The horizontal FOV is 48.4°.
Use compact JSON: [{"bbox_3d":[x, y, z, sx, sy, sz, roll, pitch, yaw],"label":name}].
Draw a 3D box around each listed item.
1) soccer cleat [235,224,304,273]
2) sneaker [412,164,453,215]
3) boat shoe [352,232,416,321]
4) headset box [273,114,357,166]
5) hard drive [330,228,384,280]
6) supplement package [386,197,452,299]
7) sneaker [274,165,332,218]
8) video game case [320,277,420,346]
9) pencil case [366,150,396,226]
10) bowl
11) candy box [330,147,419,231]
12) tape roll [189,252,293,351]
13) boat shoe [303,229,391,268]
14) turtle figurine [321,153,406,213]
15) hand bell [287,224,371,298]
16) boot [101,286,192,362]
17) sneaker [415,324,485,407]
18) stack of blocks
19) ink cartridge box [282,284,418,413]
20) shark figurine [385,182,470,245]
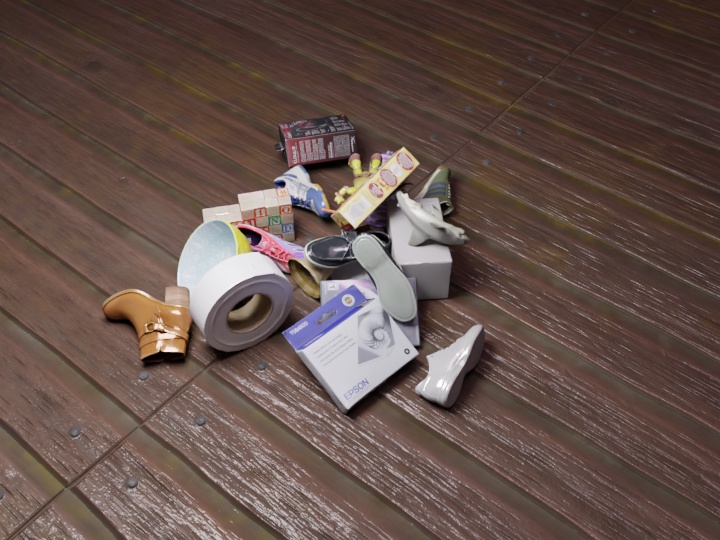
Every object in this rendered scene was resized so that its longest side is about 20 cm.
[{"bbox_3d":[-0.192,-0.046,1.758,0.199,0.073,0.068,24,84,1],"label":"soccer cleat"},{"bbox_3d":[0.186,-0.168,1.911,0.090,0.067,0.200,28,53,15],"label":"sneaker"},{"bbox_3d":[0.054,0.009,1.621,0.075,0.200,0.060,-26,10,12],"label":"boat shoe"},{"bbox_3d":[-0.119,-0.330,2.029,0.199,0.075,0.149,-10,28,-9],"label":"headset box"},{"bbox_3d":[0.000,0.000,1.752,0.132,0.025,0.200,-16,46,9],"label":"hard drive"},{"bbox_3d":[0.124,-0.047,1.752,0.121,0.120,0.200,-3,47,-2],"label":"supplement package"},{"bbox_3d":[-0.138,-0.173,1.918,0.088,0.075,0.200,-27,42,-13],"label":"sneaker"},{"bbox_3d":[0.019,0.089,1.647,0.199,0.019,0.143,-2,77,-1],"label":"video game case"},{"bbox_3d":[0.055,-0.193,1.925,0.085,0.084,0.200,19,47,-10],"label":"pencil case"},{"bbox_3d":[-0.286,0.000,1.703,0.108,0.200,0.200,18,28,-46],"label":"bowl"},{"bbox_3d":[0.030,-0.173,1.731,0.200,0.115,0.055,-45,98,-8],"label":"candy box"},{"bbox_3d":[-0.234,0.064,1.594,0.202,0.203,0.071,-25,51,-21],"label":"tape roll"},{"bbox_3d":[-0.024,-0.050,1.685,0.199,0.062,0.075,-5,63,-24],"label":"boat shoe"},{"bbox_3d":[0.003,-0.203,1.842,0.199,0.064,0.162,-11,47,10],"label":"turtle figurine"},{"bbox_3d":[-0.050,-0.039,1.743,0.200,0.104,0.104,-39,57,-24],"label":"hand bell"},{"bbox_3d":[-0.442,0.117,1.639,0.199,0.074,0.155,-10,60,11],"label":"boot"},{"bbox_3d":[0.177,0.174,1.581,0.088,0.075,0.200,15,48,30],"label":"sneaker"},{"bbox_3d":[-0.255,-0.114,1.824,0.199,0.115,0.059,-9,47,-7],"label":"stack of blocks"},{"bbox_3d":[-0.018,0.143,1.574,0.199,0.041,0.200,-35,80,-28],"label":"ink cartridge box"},{"bbox_3d":[0.114,-0.102,1.674,0.214,0.090,0.128,41,25,22],"label":"shark figurine"}]
